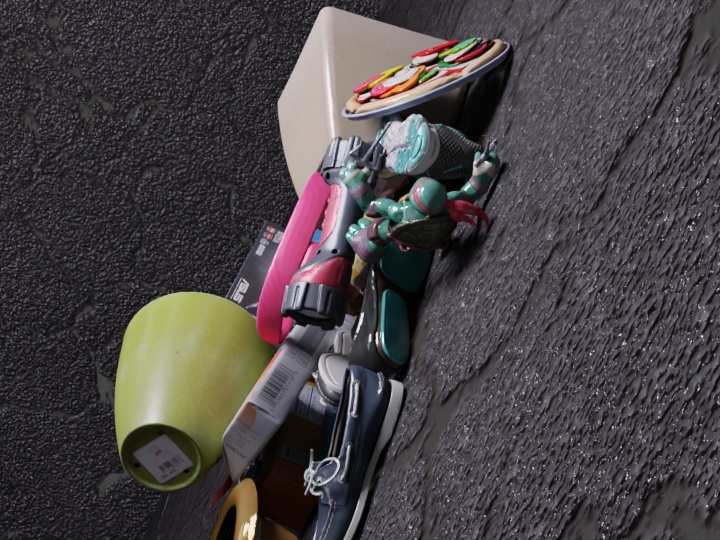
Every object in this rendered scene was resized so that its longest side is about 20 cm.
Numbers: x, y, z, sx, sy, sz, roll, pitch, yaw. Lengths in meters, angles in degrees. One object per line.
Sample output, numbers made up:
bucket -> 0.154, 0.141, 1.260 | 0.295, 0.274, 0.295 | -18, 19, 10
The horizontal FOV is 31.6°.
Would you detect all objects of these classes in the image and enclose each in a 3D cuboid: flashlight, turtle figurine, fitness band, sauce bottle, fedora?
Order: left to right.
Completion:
fedora -> -0.117, 0.322, 1.352 | 0.201, 0.082, 0.201 | -165, 90, -76
fitness band -> -0.071, -0.015, 1.408 | 0.144, 0.037, 0.200 | 100, -170, -65
flashlight -> -0.031, -0.041, 1.322 | 0.068, 0.068, 0.200 | 147, 137, -62
sauce bottle -> 0.029, -0.043, 1.393 | 0.200, 0.066, 0.066 | -54, 5, -15
turtle figurine -> 0.052, -0.064, 1.205 | 0.200, 0.149, 0.101 | 119, 154, -69

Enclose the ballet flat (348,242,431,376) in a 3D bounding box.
ballet flat -> 0.021, 0.026, 1.306 | 0.068, 0.068, 0.200 | -26, 34, 37

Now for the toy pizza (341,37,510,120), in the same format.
toy pizza -> 0.068, -0.219, 1.407 | 0.200, 0.032, 0.200 | -21, 16, 6

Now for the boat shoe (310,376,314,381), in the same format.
boat shoe -> -0.099, 0.185, 1.685 | 0.200, 0.069, 0.074 | -39, -11, 28

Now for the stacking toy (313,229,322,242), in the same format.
stacking toy -> -0.067, 0.051, 1.795 | 0.116, 0.110, 0.200 | -54, -16, -47

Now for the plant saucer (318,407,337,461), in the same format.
plant saucer -> -0.022, 0.153, 1.461 | 0.200, 0.019, 0.070 | -86, 21, -65

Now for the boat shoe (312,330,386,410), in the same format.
boat shoe -> -0.018, 0.116, 1.337 | 0.200, 0.074, 0.060 | -93, 27, -78

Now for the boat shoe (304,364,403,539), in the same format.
boat shoe -> -0.018, 0.186, 1.188 | 0.075, 0.062, 0.200 | 152, 139, -74

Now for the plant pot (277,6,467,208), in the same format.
plant pot -> 0.013, -0.171, 1.574 | 0.200, 0.200, 0.177 | 124, 154, -52

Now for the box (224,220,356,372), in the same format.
box -> -0.080, 0.035, 1.598 | 0.200, 0.158, 0.048 | -68, 3, -55

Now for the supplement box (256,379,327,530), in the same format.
supplement box -> -0.074, 0.207, 1.481 | 0.067, 0.069, 0.200 | -60, 8, 27

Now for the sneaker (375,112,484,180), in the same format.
sneaker -> 0.070, -0.124, 1.352 | 0.200, 0.091, 0.078 | -139, 63, -73

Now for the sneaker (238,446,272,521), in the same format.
sneaker -> -0.115, 0.215, 1.583 | 0.114, 0.075, 0.201 | -176, 82, -72

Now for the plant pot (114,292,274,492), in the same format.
plant pot -> -0.202, 0.154, 1.448 | 0.200, 0.187, 0.187 | -81, 16, -61

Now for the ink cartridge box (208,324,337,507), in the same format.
ink cartridge box -> -0.113, 0.154, 1.421 | 0.200, 0.050, 0.162 | -49, 6, 43
